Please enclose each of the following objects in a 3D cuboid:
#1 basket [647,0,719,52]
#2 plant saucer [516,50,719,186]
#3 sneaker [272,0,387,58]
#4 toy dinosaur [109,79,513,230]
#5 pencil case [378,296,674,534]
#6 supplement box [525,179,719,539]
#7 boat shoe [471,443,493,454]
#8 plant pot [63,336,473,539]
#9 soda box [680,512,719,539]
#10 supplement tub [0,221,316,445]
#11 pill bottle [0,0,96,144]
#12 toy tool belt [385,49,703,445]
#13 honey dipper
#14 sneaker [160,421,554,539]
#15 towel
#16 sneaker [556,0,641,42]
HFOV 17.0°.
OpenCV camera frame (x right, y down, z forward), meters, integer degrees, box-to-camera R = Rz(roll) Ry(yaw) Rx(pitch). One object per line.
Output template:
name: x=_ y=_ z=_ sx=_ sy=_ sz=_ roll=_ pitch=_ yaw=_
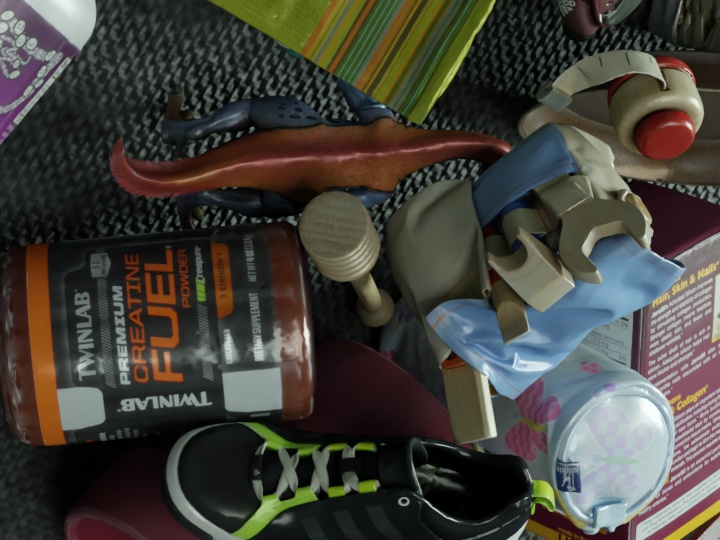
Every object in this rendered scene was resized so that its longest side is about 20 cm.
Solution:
basket: x=0.290 y=-0.172 z=1.398 sx=0.199 sy=0.123 sz=0.137 roll=4 pitch=109 yaw=-30
plant saucer: x=0.188 y=-0.087 z=1.355 sx=0.199 sy=0.200 sz=0.032 roll=13 pitch=77 yaw=-33
sneaker: x=0.040 y=-0.165 z=1.293 sx=0.199 sy=0.078 sz=0.080 roll=-32 pitch=133 yaw=-13
toy dinosaur: x=-0.011 y=-0.046 z=1.268 sx=0.180 sy=0.200 sz=0.106 roll=2 pitch=110 yaw=17
pencil case: x=0.091 y=0.071 z=1.354 sx=0.083 sy=0.200 sz=0.091 roll=-20 pitch=119 yaw=-25
supplement box: x=0.163 y=0.062 z=1.440 sx=0.110 sy=0.085 sz=0.201 roll=-26 pitch=126 yaw=-43
boat shoe: x=0.034 y=0.185 z=1.459 sx=0.064 sy=0.073 sz=0.201 roll=12 pitch=115 yaw=-38
plant pot: x=-0.036 y=0.142 z=1.333 sx=0.179 sy=0.199 sz=0.201 roll=-46 pitch=128 yaw=-22
soda box: x=0.166 y=0.222 z=1.546 sx=0.200 sy=0.068 sz=0.064 roll=-45 pitch=127 yaw=-3
supplement tub: x=-0.125 y=0.035 z=1.252 sx=0.198 sy=0.107 sz=0.108 roll=-6 pitch=117 yaw=-4
pill bottle: x=-0.198 y=-0.117 z=1.154 sx=0.200 sy=0.112 sz=0.112 roll=-50 pitch=126 yaw=0
toy tool belt: x=0.107 y=-0.005 z=1.224 sx=0.124 sy=0.123 sz=0.200 roll=25 pitch=127 yaw=-40
honey dipper: x=0.000 y=0.000 z=1.305 sx=0.038 sy=0.038 sz=0.200 roll=-45 pitch=165 yaw=-4
sneaker: x=0.000 y=0.101 z=1.214 sx=0.198 sy=0.072 sz=0.083 roll=9 pitch=144 yaw=-17
towel: x=-0.032 y=-0.159 z=1.224 sx=0.199 sy=0.018 sz=0.086 roll=29 pitch=96 yaw=-4
sneaker: x=0.105 y=-0.169 z=1.248 sx=0.199 sy=0.075 sz=0.116 roll=-16 pitch=124 yaw=-41
